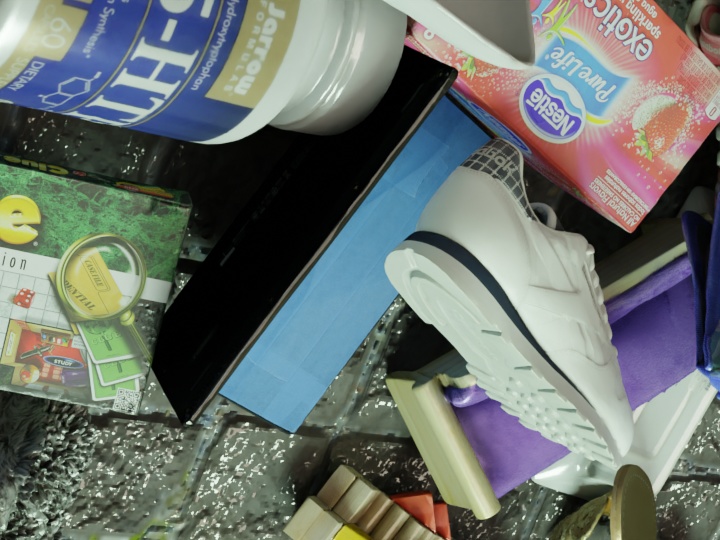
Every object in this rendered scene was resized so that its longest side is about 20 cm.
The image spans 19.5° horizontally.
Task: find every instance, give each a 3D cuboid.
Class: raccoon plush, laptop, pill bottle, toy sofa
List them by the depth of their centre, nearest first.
[{"bbox_3d":[-0.082,-0.116,0.860,0.199,0.120,0.120,9,109,-40],"label":"pill bottle"},{"bbox_3d":[0.000,0.000,0.977,0.116,0.200,0.188,36,92,-18],"label":"laptop"},{"bbox_3d":[-0.145,0.106,1.010,0.199,0.097,0.134,-33,136,-15],"label":"raccoon plush"},{"bbox_3d":[0.123,0.050,1.138,0.199,0.097,0.083,-30,101,-19],"label":"toy sofa"}]

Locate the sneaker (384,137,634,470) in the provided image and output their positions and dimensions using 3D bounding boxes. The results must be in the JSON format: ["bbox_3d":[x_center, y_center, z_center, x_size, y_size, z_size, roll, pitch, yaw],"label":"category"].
[{"bbox_3d":[0.092,0.024,1.024,0.081,0.076,0.200,-57,136,-20],"label":"sneaker"}]

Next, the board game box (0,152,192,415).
[{"bbox_3d":[-0.182,-0.004,0.917,0.198,0.023,0.106,11,105,-14],"label":"board game box"}]

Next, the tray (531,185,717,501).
[{"bbox_3d":[0.188,0.056,1.251,0.107,0.022,0.201,22,101,-41],"label":"tray"}]

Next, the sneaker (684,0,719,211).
[{"bbox_3d":[0.214,-0.090,1.154,0.104,0.075,0.202,2,105,-40],"label":"sneaker"}]

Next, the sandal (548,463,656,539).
[{"bbox_3d":[0.147,0.175,1.261,0.212,0.069,0.078,52,44,-58],"label":"sandal"}]

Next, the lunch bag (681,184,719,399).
[{"bbox_3d":[0.256,0.003,1.088,0.170,0.127,0.201,37,71,-42],"label":"lunch bag"}]

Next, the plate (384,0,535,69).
[{"bbox_3d":[-0.013,-0.187,0.869,0.199,0.201,0.032,31,127,-29],"label":"plate"}]

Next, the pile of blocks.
[{"bbox_3d":[0.043,0.165,1.171,0.062,0.082,0.200,-52,131,1],"label":"pile of blocks"}]

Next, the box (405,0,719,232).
[{"bbox_3d":[0.083,-0.118,1.034,0.096,0.100,0.200,-52,132,1],"label":"box"}]
